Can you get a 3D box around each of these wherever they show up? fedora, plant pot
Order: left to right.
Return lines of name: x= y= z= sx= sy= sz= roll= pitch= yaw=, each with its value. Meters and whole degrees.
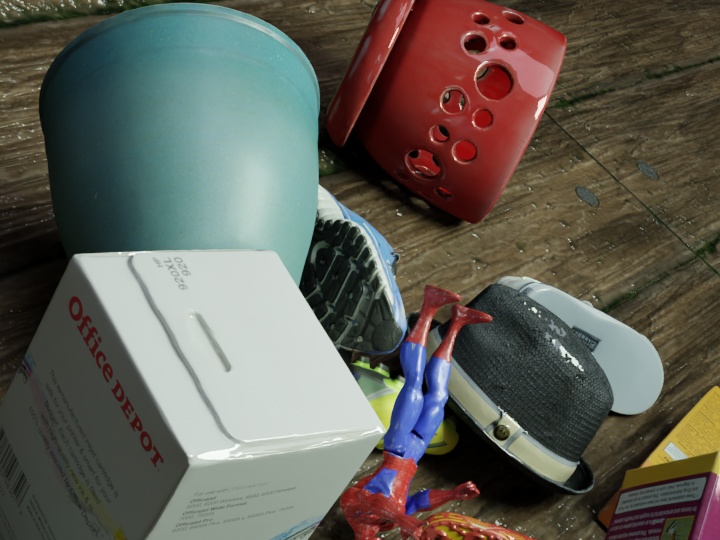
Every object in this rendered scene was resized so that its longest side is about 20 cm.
plant pot: x=-0.114 y=-0.039 z=0.957 sx=0.198 sy=0.200 sz=0.190 roll=13 pitch=49 yaw=-29
plant pot: x=0.077 y=-0.174 z=1.363 sx=0.181 sy=0.202 sz=0.201 roll=28 pitch=33 yaw=-3
fedora: x=0.131 y=0.080 z=1.134 sx=0.200 sy=0.092 sz=0.201 roll=40 pitch=13 yaw=-11

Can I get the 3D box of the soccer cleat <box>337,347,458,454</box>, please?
soccer cleat: x=-0.005 y=0.107 z=1.060 sx=0.199 sy=0.085 sz=0.064 roll=29 pitch=-1 yaw=-42

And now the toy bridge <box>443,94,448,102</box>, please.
toy bridge: x=0.079 y=-0.193 z=1.545 sx=0.199 sy=0.027 sz=0.067 roll=-10 pitch=52 yaw=-48

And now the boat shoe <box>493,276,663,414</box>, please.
boat shoe: x=0.186 y=0.061 z=1.274 sx=0.201 sy=0.075 sz=0.086 roll=29 pitch=4 yaw=-34

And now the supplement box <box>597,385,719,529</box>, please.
supplement box: x=0.277 y=0.172 z=1.216 sx=0.069 sy=0.067 sz=0.199 roll=42 pitch=34 yaw=12

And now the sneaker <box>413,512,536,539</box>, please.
sneaker: x=0.122 y=0.226 z=1.025 sx=0.198 sy=0.074 sz=0.077 roll=28 pitch=10 yaw=-15

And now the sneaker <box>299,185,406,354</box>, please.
sneaker: x=0.000 y=0.000 z=1.072 sx=0.088 sy=0.079 sz=0.201 roll=26 pitch=19 yaw=-30

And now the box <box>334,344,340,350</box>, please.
box: x=-0.092 y=0.011 z=1.111 sx=0.162 sy=0.049 sz=0.199 roll=49 pitch=36 yaw=16

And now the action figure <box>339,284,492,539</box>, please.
action figure: x=0.050 y=0.119 z=0.974 sx=0.098 sy=0.202 sz=0.065 roll=16 pitch=-10 yaw=45

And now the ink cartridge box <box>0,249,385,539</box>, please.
ink cartridge box: x=-0.113 y=0.108 z=0.825 sx=0.143 sy=0.201 sz=0.148 roll=-3 pitch=48 yaw=-43

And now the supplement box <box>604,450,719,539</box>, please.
supplement box: x=0.216 y=0.235 z=0.938 sx=0.102 sy=0.131 sz=0.202 roll=27 pitch=70 yaw=-12
